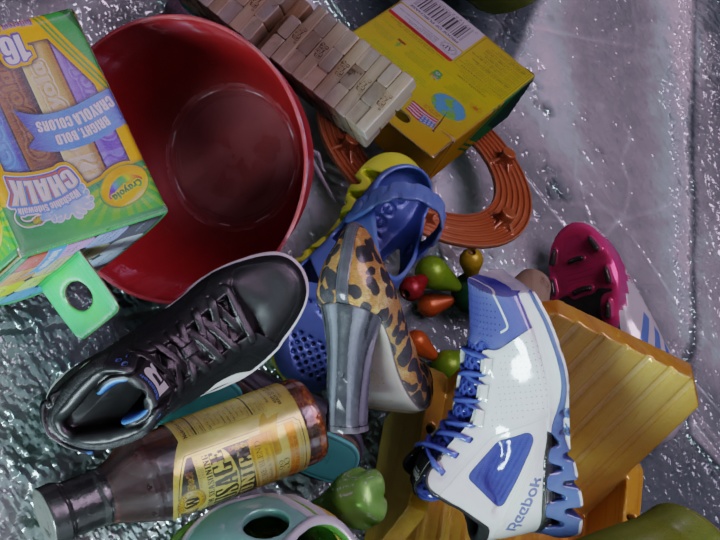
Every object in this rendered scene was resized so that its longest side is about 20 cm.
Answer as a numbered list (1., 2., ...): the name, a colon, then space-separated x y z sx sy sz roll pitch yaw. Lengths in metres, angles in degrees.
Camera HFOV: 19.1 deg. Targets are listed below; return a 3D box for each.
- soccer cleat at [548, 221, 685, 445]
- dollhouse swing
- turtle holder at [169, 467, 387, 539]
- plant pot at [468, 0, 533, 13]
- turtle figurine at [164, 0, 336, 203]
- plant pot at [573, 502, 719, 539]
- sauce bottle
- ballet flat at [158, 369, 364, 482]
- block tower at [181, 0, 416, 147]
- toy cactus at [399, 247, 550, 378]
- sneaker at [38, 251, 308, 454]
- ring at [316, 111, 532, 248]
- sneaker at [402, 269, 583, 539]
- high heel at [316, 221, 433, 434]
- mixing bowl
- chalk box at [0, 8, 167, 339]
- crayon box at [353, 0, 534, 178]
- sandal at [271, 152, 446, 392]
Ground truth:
1. soccer cleat: 0.219 0.054 1.817 0.086 0.070 0.201 -5 73 -60
2. dollhouse swing: 0.139 0.155 1.583 0.200 0.176 0.182 26 52 -21
3. turtle holder: -0.049 0.215 1.430 0.185 0.132 0.141 -6 71 -43
4. plant pot: 0.088 -0.323 1.813 0.193 0.200 0.201 36 47 -37
5. turtle figurine: -0.078 -0.141 1.611 0.101 0.150 0.200 -28 79 -29
6. plant pot: 0.180 0.268 1.514 0.193 0.200 0.201 -32 90 -23
7. sauce bottle: -0.120 0.132 1.428 0.199 0.066 0.066 -21 81 -22
8. ballet flat: -0.088 0.092 1.518 0.200 0.073 0.073 25 53 -23
9. block tower: -0.050 -0.168 1.526 0.200 0.058 0.054 40 85 17
10. toy cactus: 0.122 0.046 1.718 0.200 0.102 0.165 40 36 -7
11. sneaker: -0.116 0.061 1.396 0.200 0.112 0.073 -33 97 -2
12. ring: 0.055 -0.096 1.730 0.200 0.019 0.201 22 38 -18
13. sneaker: 0.085 0.109 1.496 0.115 0.081 0.200 -15 105 -14
14. high heel: 0.016 0.031 1.528 0.200 0.071 0.143 -23 116 -74
15. mixing bowl: -0.111 -0.079 1.518 0.201 0.200 0.108 64 20 6
16. chalk box: -0.223 -0.050 1.419 0.124 0.124 0.201 -18 79 -40
17. crayon box: 0.044 -0.148 1.721 0.127 0.051 0.200 40 35 8
18. sandal: 0.000 0.000 1.590 0.079 0.087 0.200 32 80 -26
